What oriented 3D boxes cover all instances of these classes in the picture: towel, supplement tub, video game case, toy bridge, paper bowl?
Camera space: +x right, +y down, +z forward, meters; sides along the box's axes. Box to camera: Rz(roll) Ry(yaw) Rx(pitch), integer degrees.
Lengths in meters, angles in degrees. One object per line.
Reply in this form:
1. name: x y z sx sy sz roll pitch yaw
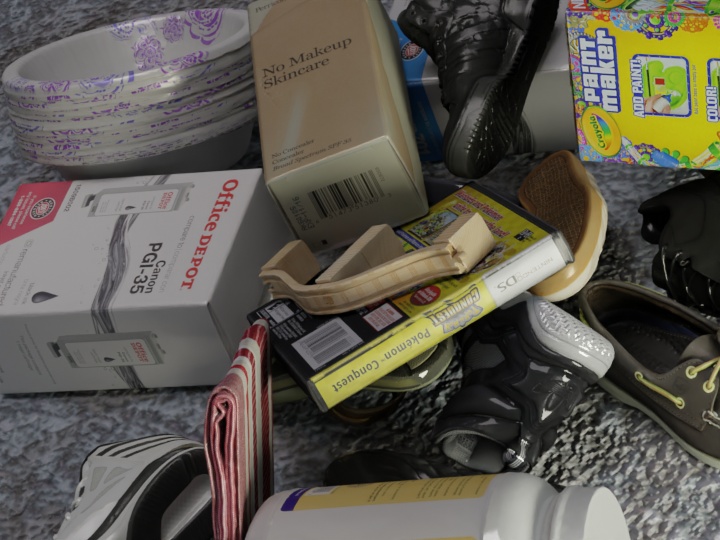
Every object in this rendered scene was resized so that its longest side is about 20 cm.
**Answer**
1. towel: -0.071 0.116 1.494 0.023 0.144 0.200 1 11 3
2. supplement tub: 0.045 0.189 1.408 0.200 0.145 0.145 -6 42 19
3. video game case: 0.027 0.012 1.588 0.181 0.026 0.200 -31 16 -6
4. toy bridge: 0.000 0.000 1.574 0.200 0.027 0.067 -8 29 52
5. paper bowl: -0.160 -0.121 1.868 0.201 0.104 0.201 -11 19 4

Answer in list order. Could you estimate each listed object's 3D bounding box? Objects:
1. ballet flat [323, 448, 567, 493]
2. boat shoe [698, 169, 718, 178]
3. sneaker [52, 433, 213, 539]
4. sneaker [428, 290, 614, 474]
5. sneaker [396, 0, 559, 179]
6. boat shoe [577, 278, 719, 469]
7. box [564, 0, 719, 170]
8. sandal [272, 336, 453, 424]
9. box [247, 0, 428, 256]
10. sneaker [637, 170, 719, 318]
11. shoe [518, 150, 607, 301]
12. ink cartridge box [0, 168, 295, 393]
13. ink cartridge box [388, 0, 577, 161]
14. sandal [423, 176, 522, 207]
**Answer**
1. ballet flat: 0.063 0.151 1.530 0.200 0.067 0.057 11 8 33
2. boat shoe: 0.320 -0.080 1.652 0.201 0.073 0.063 3 36 26
3. sneaker: -0.171 0.182 1.599 0.200 0.076 0.115 -42 21 -11
4. sneaker: 0.079 0.067 1.585 0.114 0.075 0.200 -59 21 -3
5. sneaker: 0.070 -0.155 1.736 0.104 0.060 0.200 12 64 26
6. boat shoe: 0.207 0.065 1.541 0.072 0.061 0.201 -40 42 -21
7. box: 0.251 -0.169 1.624 0.193 0.122 0.200 4 41 17
8. sandal: -0.001 0.068 1.621 0.080 0.057 0.201 -40 15 -30
9. box: -0.018 -0.113 1.718 0.095 0.078 0.200 -21 41 10
10. sneaker: 0.236 0.004 1.583 0.091 0.076 0.200 -14 29 -6
11. shoe: 0.139 -0.023 1.636 0.070 0.053 0.200 -35 16 17
12. ink cartridge box: -0.162 0.007 1.765 0.200 0.083 0.147 -4 42 22
13. ink cartridge box: 0.121 -0.161 1.822 0.200 0.086 0.146 -2 44 21
14. sandal: 0.017 -0.042 1.752 0.200 0.076 0.043 7 74 32
